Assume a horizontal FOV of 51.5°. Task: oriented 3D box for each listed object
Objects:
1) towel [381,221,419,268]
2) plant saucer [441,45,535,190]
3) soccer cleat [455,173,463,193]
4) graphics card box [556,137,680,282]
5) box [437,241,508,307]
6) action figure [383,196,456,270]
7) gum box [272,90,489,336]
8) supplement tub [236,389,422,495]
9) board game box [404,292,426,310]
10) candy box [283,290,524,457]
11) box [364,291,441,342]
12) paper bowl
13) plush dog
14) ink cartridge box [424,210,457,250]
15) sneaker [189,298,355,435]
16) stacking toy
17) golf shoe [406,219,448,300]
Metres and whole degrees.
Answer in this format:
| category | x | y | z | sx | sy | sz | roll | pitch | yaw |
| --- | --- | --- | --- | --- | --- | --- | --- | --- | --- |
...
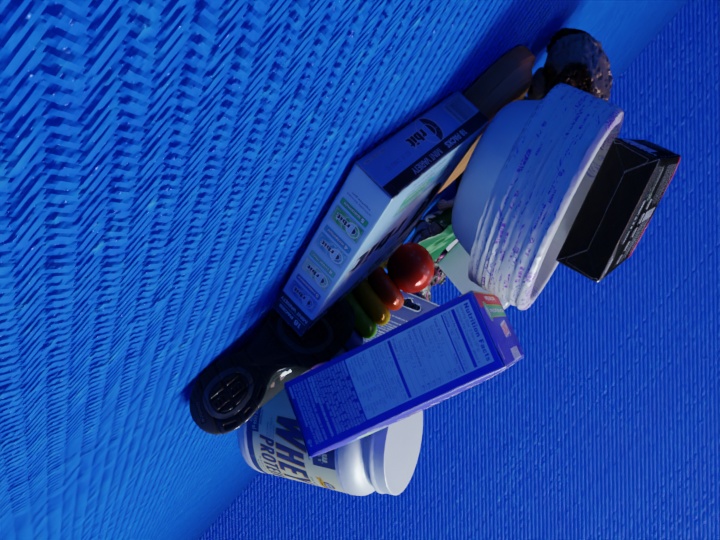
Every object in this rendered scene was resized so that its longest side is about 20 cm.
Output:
| category | x | y | z | sx | sy | sz | roll | pitch | yaw |
| --- | --- | --- | --- | --- | --- | --- | --- | --- | --- |
| towel | 0.000 | 0.000 | 0.950 | 0.199 | 0.023 | 0.144 | -40 | 171 | -39 |
| plant saucer | 0.117 | -0.149 | 0.799 | 0.200 | 0.032 | 0.201 | -46 | 172 | -8 |
| soccer cleat | 0.162 | -0.133 | 1.061 | 0.067 | 0.074 | 0.200 | -34 | 158 | 10 |
| graphics card box | 0.267 | -0.066 | 0.759 | 0.199 | 0.050 | 0.128 | -20 | 135 | -61 |
| box | 0.213 | -0.029 | 1.052 | 0.152 | 0.107 | 0.199 | -45 | 169 | 16 |
| action figure | 0.115 | -0.062 | 0.967 | 0.199 | 0.055 | 0.118 | -41 | 171 | -10 |
| gum box | 0.016 | -0.050 | 0.680 | 0.170 | 0.044 | 0.201 | -42 | 170 | -43 |
| supplement tub | -0.035 | 0.186 | 0.903 | 0.144 | 0.195 | 0.150 | 5 | 90 | -65 |
| board game box | 0.033 | 0.121 | 1.081 | 0.201 | 0.103 | 0.019 | -48 | 149 | 13 |
| candy box | 0.049 | 0.096 | 0.716 | 0.196 | 0.079 | 0.169 | -27 | 168 | 14 |
| box | 0.022 | 0.113 | 1.006 | 0.203 | 0.119 | 0.033 | -63 | -159 | 17 |
| paper bowl | 0.157 | -0.075 | 0.703 | 0.202 | 0.103 | 0.203 | -53 | 160 | -29 |
| plush dog | 0.237 | -0.178 | 0.847 | 0.202 | 0.156 | 0.175 | -76 | 168 | -50 |
| ink cartridge box | 0.195 | -0.089 | 1.243 | 0.196 | 0.051 | 0.161 | -25 | 170 | -4 |
| sneaker | -0.091 | 0.089 | 0.753 | 0.198 | 0.077 | 0.091 | -34 | 175 | -23 |
| stacking toy | 0.000 | 0.045 | 0.828 | 0.198 | 0.086 | 0.085 | -38 | 173 | 1 |
| golf shoe | 0.076 | 0.013 | 1.168 | 0.071 | 0.094 | 0.202 | 3 | 137 | -31 |
